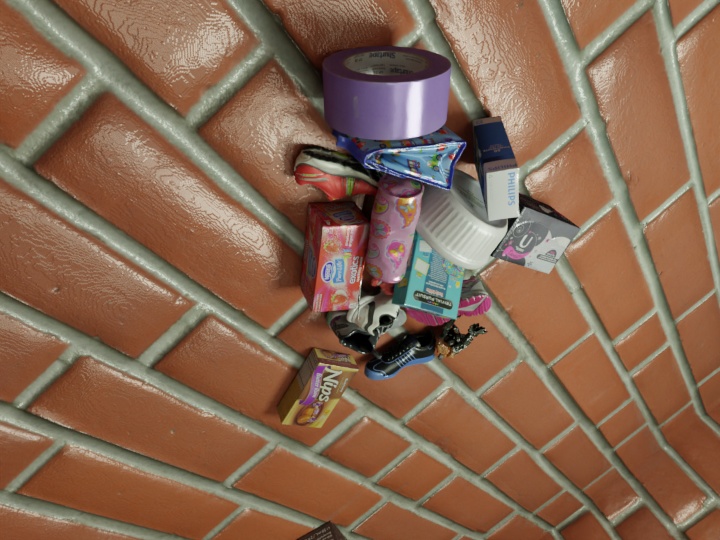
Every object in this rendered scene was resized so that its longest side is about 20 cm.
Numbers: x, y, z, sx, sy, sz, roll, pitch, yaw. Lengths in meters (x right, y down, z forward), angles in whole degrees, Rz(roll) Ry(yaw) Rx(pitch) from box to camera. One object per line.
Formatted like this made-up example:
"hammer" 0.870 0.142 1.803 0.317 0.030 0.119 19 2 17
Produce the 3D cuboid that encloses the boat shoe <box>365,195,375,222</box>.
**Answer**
"boat shoe" 0.056 -0.092 1.065 0.069 0.070 0.202 -23 128 -44

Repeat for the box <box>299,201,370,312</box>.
"box" -0.054 -0.025 1.035 0.099 0.096 0.202 -4 125 -22

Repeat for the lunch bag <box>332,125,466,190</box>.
"lunch bag" 0.053 -0.218 0.908 0.198 0.151 0.095 0 124 -25

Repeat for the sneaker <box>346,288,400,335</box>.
"sneaker" 0.060 0.080 1.144 0.199 0.080 0.074 -30 146 -39

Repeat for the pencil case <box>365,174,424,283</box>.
"pencil case" 0.059 -0.074 0.958 0.087 0.088 0.201 -9 132 -19

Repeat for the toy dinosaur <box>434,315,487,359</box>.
"toy dinosaur" 0.231 0.173 1.290 0.102 0.200 0.136 35 104 1

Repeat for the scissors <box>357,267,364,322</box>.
"scissors" 0.000 0.000 1.070 0.014 0.073 0.202 0 109 -15

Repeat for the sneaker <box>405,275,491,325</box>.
"sneaker" 0.203 0.067 1.238 0.198 0.089 0.082 -9 133 9

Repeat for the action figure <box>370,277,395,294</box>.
"action figure" 0.105 0.014 1.142 0.198 0.066 0.052 -8 161 -32

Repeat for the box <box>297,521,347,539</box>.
"box" -0.104 0.944 1.650 0.165 0.200 0.165 -27 131 -5

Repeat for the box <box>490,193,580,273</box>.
"box" 0.364 -0.088 1.176 0.198 0.115 0.133 14 117 -32

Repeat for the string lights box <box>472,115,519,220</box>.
"string lights box" 0.252 -0.195 0.984 0.058 0.201 0.103 -7 130 9

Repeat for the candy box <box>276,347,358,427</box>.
"candy box" -0.104 0.285 1.265 0.116 0.057 0.201 18 116 -34

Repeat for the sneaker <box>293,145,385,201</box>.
"sneaker" -0.028 -0.163 0.967 0.198 0.077 0.085 16 124 -18

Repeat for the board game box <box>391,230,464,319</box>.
"board game box" 0.152 -0.012 1.108 0.150 0.047 0.202 17 81 -34

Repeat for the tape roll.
"tape roll" 0.040 -0.283 0.823 0.198 0.200 0.086 -12 127 -17

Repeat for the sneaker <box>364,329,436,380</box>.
"sneaker" 0.098 0.202 1.297 0.198 0.070 0.079 -17 127 -23

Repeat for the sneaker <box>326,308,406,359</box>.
"sneaker" 0.031 0.142 1.166 0.198 0.140 0.078 -1 125 -24

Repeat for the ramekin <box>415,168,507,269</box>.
"ramekin" 0.194 -0.108 1.013 0.201 0.204 0.094 14 133 -33
